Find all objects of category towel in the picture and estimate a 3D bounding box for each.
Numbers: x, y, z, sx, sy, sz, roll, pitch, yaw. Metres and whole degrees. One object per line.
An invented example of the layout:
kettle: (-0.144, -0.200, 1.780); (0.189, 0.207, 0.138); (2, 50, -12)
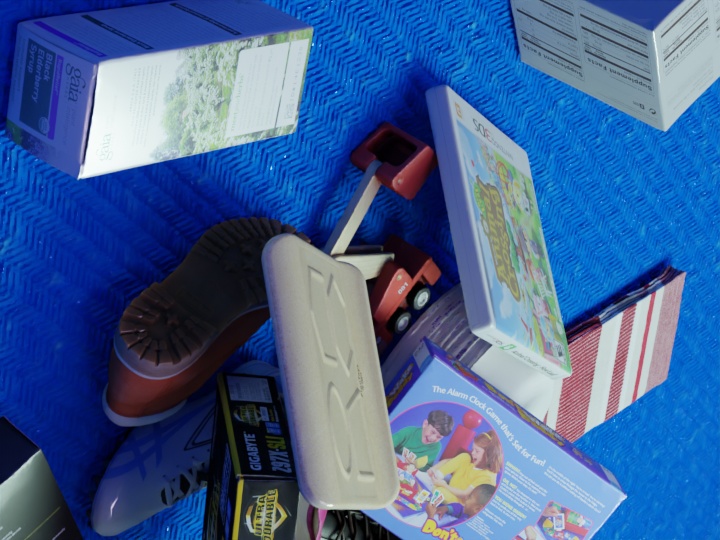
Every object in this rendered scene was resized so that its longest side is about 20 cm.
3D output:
towel: (0.236, 0.091, 2.105); (0.199, 0.023, 0.145); (-29, 138, -35)

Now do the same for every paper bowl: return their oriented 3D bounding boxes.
paper bowl: (0.086, 0.113, 1.812); (0.201, 0.104, 0.201); (-47, 159, -24)

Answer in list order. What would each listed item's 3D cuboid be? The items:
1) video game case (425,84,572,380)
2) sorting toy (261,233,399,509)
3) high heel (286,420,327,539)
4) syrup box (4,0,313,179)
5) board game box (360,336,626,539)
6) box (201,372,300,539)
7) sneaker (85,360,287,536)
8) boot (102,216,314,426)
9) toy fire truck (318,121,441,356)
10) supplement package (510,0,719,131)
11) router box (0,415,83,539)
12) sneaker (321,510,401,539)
video game case: (0.111, -0.027, 1.722); (0.182, 0.022, 0.202); (30, 46, -61)
sorting toy: (-0.025, 0.076, 1.531); (0.200, 0.036, 0.187); (20, 59, -74)
high heel: (-0.056, 0.194, 1.635); (0.201, 0.067, 0.096); (-65, 169, 11)
syrup box: (-0.129, -0.124, 1.415); (0.199, 0.081, 0.079); (-16, 125, -46)
board game box: (0.090, 0.166, 1.711); (0.199, 0.045, 0.135); (36, 99, -16)
box: (-0.082, 0.198, 1.550); (0.049, 0.160, 0.202); (2, 113, -12)
sneaker: (-0.120, 0.137, 1.633); (0.199, 0.072, 0.072); (-35, 141, -30)
boot: (-0.113, 0.037, 1.582); (0.200, 0.075, 0.108); (-36, 160, -40)
toy fire truck: (0.000, 0.000, 1.704); (0.201, 0.049, 0.141); (-53, 145, -9)
supplement package: (0.239, -0.236, 1.738); (0.200, 0.155, 0.111); (-43, 142, -23)
router box: (-0.285, 0.217, 1.494); (0.200, 0.051, 0.150); (-41, 142, -23)
sneaker: (0.004, 0.220, 1.755); (0.106, 0.198, 0.075); (76, 9, -60)
